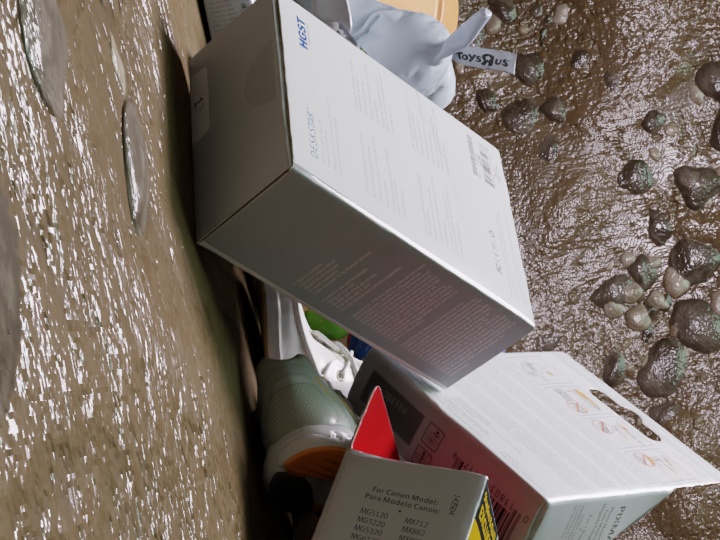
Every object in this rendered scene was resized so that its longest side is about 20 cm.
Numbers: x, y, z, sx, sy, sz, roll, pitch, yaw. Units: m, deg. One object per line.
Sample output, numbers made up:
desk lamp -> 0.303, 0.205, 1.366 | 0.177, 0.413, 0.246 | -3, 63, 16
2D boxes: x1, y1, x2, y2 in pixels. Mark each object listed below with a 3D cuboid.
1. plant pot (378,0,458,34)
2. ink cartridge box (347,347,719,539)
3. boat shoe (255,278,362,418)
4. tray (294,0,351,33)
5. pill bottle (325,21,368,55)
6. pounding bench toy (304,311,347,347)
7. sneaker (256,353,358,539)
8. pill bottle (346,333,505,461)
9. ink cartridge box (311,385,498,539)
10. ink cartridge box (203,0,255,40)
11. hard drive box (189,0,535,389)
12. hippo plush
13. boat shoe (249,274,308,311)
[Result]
plant pot -> -0.019, -0.269, 1.599 | 0.140, 0.200, 0.200 | 18, 59, -67
ink cartridge box -> 0.112, 0.109, 1.002 | 0.200, 0.057, 0.163 | 9, 24, -48
boat shoe -> -0.023, 0.077, 1.061 | 0.071, 0.069, 0.200 | -99, 177, -51
tray -> -0.051, -0.246, 1.179 | 0.107, 0.022, 0.200 | 139, -59, -64
pill bottle -> 0.007, -0.068, 1.126 | 0.200, 0.106, 0.106 | 48, 12, -16
pounding bench toy -> 0.000, 0.000, 1.303 | 0.156, 0.124, 0.200 | -93, 171, -71
sneaker -> -0.020, 0.115, 0.986 | 0.200, 0.076, 0.092 | 78, -4, -60
pill bottle -> 0.059, 0.092, 1.145 | 0.200, 0.112, 0.112 | -114, -170, -63
ink cartridge box -> 0.032, 0.191, 0.892 | 0.200, 0.084, 0.176 | 75, 31, -52
ink cartridge box -> -0.099, -0.254, 1.172 | 0.200, 0.041, 0.200 | -92, 171, -75
hard drive box -> 0.001, -0.046, 0.936 | 0.200, 0.077, 0.156 | 33, 34, -34
hippo plush -> 0.007, -0.122, 1.272 | 0.161, 0.200, 0.159 | -65, 152, -12
boat shoe -> -0.048, -0.060, 1.039 | 0.072, 0.076, 0.200 | -94, 171, -51
